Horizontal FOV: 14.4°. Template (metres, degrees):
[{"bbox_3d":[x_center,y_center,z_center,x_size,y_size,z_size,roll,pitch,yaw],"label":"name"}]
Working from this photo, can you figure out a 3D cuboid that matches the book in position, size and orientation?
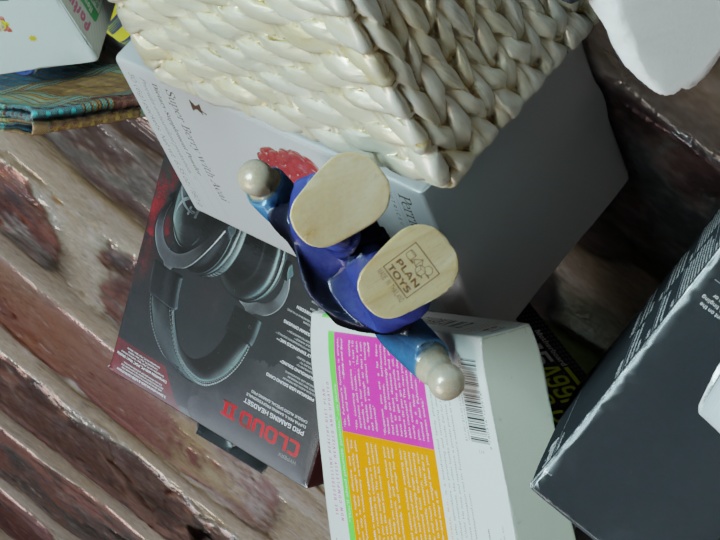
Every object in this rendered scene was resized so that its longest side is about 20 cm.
[{"bbox_3d":[0.035,0.086,1.323,0.200,0.048,0.134,-172,70,-67],"label":"book"}]

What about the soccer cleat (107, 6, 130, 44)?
[{"bbox_3d":[-0.104,-0.164,1.455,0.084,0.065,0.200,31,158,19],"label":"soccer cleat"}]

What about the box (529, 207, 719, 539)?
[{"bbox_3d":[0.149,0.040,1.194,0.079,0.141,0.200,40,-168,2],"label":"box"}]

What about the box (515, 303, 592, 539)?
[{"bbox_3d":[0.068,0.122,1.406,0.160,0.044,0.201,52,143,40],"label":"box"}]

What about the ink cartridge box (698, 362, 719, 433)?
[{"bbox_3d":[0.237,0.098,1.020,0.160,0.050,0.200,12,-158,-39],"label":"ink cartridge box"}]

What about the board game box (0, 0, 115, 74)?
[{"bbox_3d":[-0.143,-0.208,1.225,0.064,0.201,0.148,-5,139,22],"label":"board game box"}]

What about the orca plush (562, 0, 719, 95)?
[{"bbox_3d":[0.103,-0.160,1.082,0.200,0.105,0.071,58,-175,-47],"label":"orca plush"}]

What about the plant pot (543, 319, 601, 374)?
[{"bbox_3d":[0.118,0.127,1.529,0.190,0.200,0.200,44,164,27],"label":"plant pot"}]

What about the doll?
[{"bbox_3d":[0.000,0.000,1.223,0.137,0.048,0.200,47,174,-1],"label":"doll"}]

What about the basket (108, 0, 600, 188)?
[{"bbox_3d":[-0.015,-0.168,1.147,0.200,0.161,0.198,24,156,42],"label":"basket"}]

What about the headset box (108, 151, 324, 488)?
[{"bbox_3d":[-0.042,0.009,1.528,0.149,0.077,0.201,30,113,30],"label":"headset box"}]

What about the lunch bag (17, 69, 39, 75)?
[{"bbox_3d":[-0.234,-0.201,1.599,0.160,0.076,0.200,23,155,29],"label":"lunch bag"}]

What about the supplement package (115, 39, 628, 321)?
[{"bbox_3d":[0.006,-0.073,1.363,0.200,0.120,0.121,25,154,36],"label":"supplement package"}]

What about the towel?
[{"bbox_3d":[-0.181,-0.104,1.641,0.200,0.146,0.022,11,109,51],"label":"towel"}]
